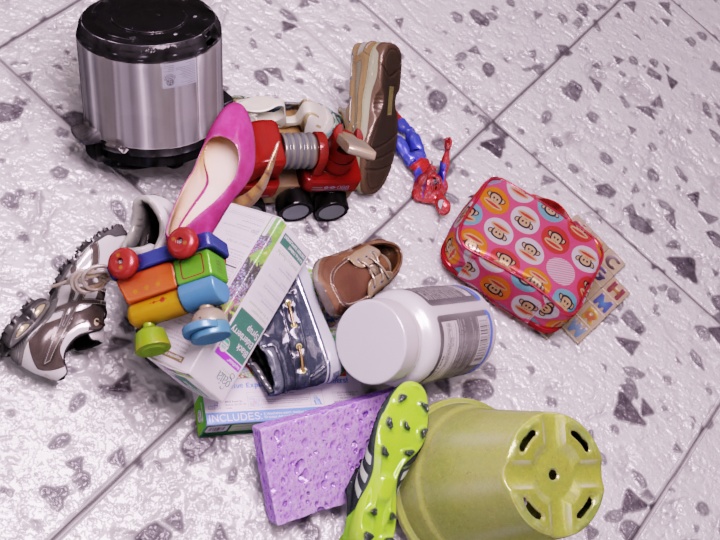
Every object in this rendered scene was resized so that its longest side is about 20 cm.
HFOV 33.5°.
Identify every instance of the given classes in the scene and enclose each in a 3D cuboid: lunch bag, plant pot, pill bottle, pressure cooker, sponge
[{"bbox_3d":[0.221,-0.032,1.590,0.200,0.082,0.176,34,54,0],"label":"lunch bag"},{"bbox_3d":[0.164,0.230,1.323,0.200,0.184,0.201,8,74,-28],"label":"plant pot"},{"bbox_3d":[0.066,0.076,1.404,0.200,0.114,0.114,-2,59,-55],"label":"pill bottle"},{"bbox_3d":[-0.253,-0.216,1.442,0.175,0.200,0.179,6,36,5],"label":"pressure cooker"},{"bbox_3d":[-0.021,0.206,1.356,0.199,0.030,0.112,-12,96,-28],"label":"sponge"}]

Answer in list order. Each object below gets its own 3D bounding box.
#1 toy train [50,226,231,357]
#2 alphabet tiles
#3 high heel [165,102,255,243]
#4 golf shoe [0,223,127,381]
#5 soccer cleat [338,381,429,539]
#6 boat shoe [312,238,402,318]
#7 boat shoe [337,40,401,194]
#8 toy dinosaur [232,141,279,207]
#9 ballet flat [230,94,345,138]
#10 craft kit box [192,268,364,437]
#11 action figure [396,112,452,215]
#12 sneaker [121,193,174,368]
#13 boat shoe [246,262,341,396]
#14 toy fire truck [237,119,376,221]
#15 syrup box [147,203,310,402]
[{"bbox_3d":[-0.230,0.040,1.256,0.199,0.085,0.116,-18,68,14],"label":"toy train"},{"bbox_3d":[0.278,0.006,1.646,0.166,0.006,0.200,47,55,8],"label":"alphabet tiles"},{"bbox_3d":[-0.174,-0.109,1.354,0.067,0.096,0.201,14,79,19],"label":"high heel"},{"bbox_3d":[-0.311,0.038,1.339,0.094,0.078,0.200,37,64,-2],"label":"golf shoe"},{"bbox_3d":[0.021,0.217,1.320,0.067,0.081,0.201,26,72,-25],"label":"soccer cleat"},{"bbox_3d":[0.000,0.000,1.435,0.076,0.072,0.200,62,22,-7],"label":"boat shoe"},{"bbox_3d":[0.005,-0.203,1.587,0.072,0.076,0.201,3,97,-56],"label":"boat shoe"},{"bbox_3d":[-0.166,-0.061,1.413,0.060,0.199,0.106,-90,157,-64],"label":"toy dinosaur"},{"bbox_3d":[-0.096,-0.198,1.569,0.199,0.074,0.074,-3,63,-25],"label":"ballet flat"},{"bbox_3d":[-0.106,0.092,1.409,0.199,0.049,0.198,0,64,-23],"label":"craft kit box"},{"bbox_3d":[0.080,-0.171,1.614,0.065,0.099,0.200,-18,72,-30],"label":"action figure"},{"bbox_3d":[-0.239,0.010,1.350,0.074,0.088,0.201,-10,75,18],"label":"sneaker"},{"bbox_3d":[-0.099,0.045,1.370,0.091,0.071,0.201,-14,68,-31],"label":"boat shoe"},{"bbox_3d":[-0.068,-0.137,1.462,0.175,0.200,0.129,-1,61,-24],"label":"toy fire truck"},{"bbox_3d":[-0.147,0.034,1.315,0.081,0.079,0.200,18,70,34],"label":"syrup box"}]
